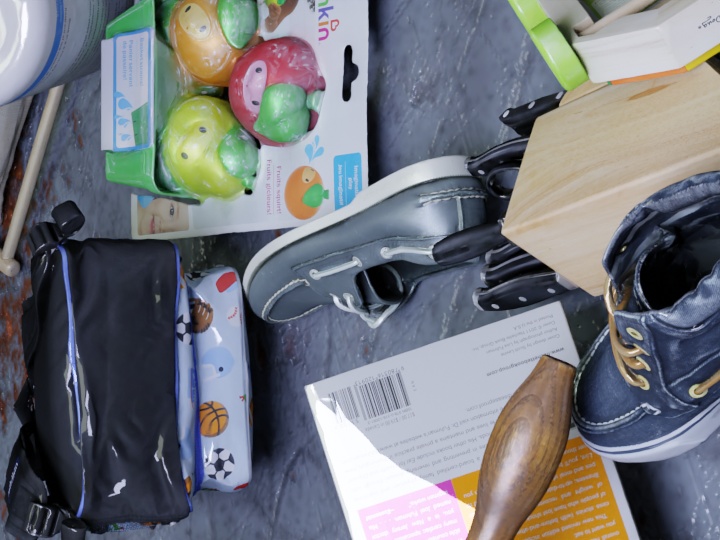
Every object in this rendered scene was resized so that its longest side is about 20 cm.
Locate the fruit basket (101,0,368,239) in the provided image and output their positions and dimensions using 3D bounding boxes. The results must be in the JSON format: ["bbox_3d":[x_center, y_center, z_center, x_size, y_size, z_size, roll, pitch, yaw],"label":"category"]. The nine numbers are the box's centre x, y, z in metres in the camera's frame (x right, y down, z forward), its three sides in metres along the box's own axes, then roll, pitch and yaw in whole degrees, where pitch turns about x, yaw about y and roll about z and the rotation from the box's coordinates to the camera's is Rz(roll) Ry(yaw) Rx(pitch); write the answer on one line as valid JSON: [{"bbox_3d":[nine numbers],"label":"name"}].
[{"bbox_3d":[-0.077,-0.115,0.952,0.200,0.094,0.186,-4,84,44],"label":"fruit basket"}]

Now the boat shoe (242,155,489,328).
[{"bbox_3d":[0.000,0.000,0.871,0.200,0.073,0.062,-31,69,45],"label":"boat shoe"}]

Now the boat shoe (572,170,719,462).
[{"bbox_3d":[0.123,0.018,0.620,0.200,0.091,0.071,-46,44,49],"label":"boat shoe"}]

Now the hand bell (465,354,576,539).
[{"bbox_3d":[0.049,0.132,0.661,0.104,0.104,0.201,24,95,46],"label":"hand bell"}]

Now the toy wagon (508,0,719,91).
[{"bbox_3d":[0.140,-0.155,0.704,0.155,0.040,0.200,-32,27,10],"label":"toy wagon"}]

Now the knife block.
[{"bbox_3d":[0.111,-0.026,0.707,0.176,0.064,0.200,-52,24,16],"label":"knife block"}]

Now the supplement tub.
[{"bbox_3d":[-0.227,-0.179,1.000,0.132,0.200,0.132,3,105,12],"label":"supplement tub"}]

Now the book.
[{"bbox_3d":[0.065,0.130,0.735,0.133,0.048,0.201,-18,81,7],"label":"book"}]

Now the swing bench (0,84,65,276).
[{"bbox_3d":[-0.337,-0.131,1.215,0.200,0.129,0.199,44,120,46],"label":"swing bench"}]

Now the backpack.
[{"bbox_3d":[-0.149,0.073,0.960,0.190,0.154,0.201,160,112,-66],"label":"backpack"}]
